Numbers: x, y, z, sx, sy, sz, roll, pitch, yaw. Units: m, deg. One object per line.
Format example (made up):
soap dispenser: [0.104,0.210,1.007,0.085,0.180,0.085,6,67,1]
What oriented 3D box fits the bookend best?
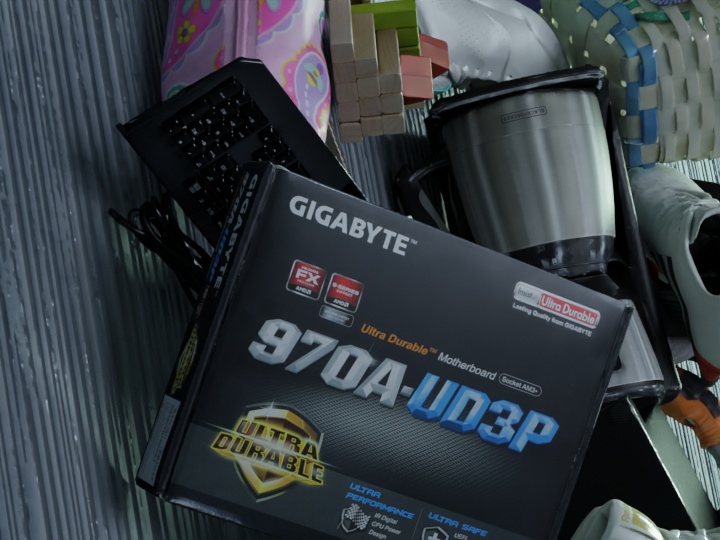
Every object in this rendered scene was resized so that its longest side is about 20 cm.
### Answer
bookend: [0.170,0.167,1.321,0.201,0.092,0.199,62,13,1]

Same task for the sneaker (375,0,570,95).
sneaker: [0.053,-0.134,1.401,0.200,0.075,0.089,36,51,-37]

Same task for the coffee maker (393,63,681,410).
coffee maker: [0.122,-0.005,1.385,0.192,0.134,0.202,3,74,-63]

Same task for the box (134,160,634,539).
box: [0.013,0.057,1.075,0.199,0.046,0.160,21,86,-21]

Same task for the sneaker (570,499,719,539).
sneaker: [0.177,0.149,1.166,0.116,0.200,0.074,48,5,-18]

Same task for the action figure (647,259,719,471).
action figure: [0.194,0.063,1.491,0.104,0.200,0.195,-29,96,-21]

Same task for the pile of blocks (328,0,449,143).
pile of blocks: [0.017,-0.124,1.242,0.200,0.062,0.083,-89,174,-78]

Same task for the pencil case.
pencil case: [-0.058,-0.129,1.160,0.087,0.087,0.202,33,49,-52]

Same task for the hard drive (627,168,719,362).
hard drive: [0.232,0.003,1.542,0.038,0.200,0.140,-34,111,-18]

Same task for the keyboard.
keyboard: [-0.042,-0.006,1.108,0.200,0.104,0.040,52,15,-38]

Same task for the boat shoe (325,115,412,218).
boat shoe: [0.000,0.000,1.219,0.072,0.072,0.202,-13,87,-62]

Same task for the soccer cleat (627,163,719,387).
soccer cleat: [0.206,-0.016,1.383,0.201,0.068,0.086,-106,-166,-50]

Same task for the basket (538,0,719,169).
basket: [0.229,-0.155,1.471,0.177,0.199,0.140,-128,-153,-50]

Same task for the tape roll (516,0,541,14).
tape roll: [0.151,-0.244,1.616,0.200,0.084,0.202,35,47,-50]
